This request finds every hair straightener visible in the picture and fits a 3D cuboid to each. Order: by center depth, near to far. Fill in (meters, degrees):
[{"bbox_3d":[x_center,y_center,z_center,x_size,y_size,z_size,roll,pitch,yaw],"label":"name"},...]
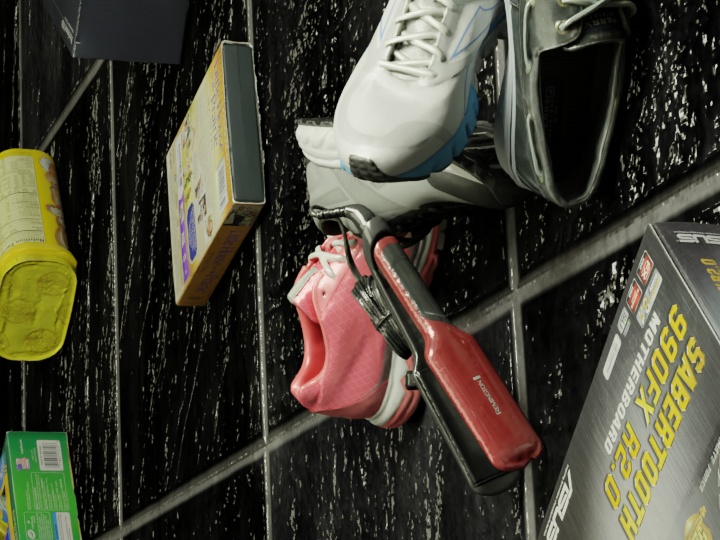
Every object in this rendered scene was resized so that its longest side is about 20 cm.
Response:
[{"bbox_3d":[0.027,0.045,1.266,0.200,0.041,0.077,53,148,17],"label":"hair straightener"}]

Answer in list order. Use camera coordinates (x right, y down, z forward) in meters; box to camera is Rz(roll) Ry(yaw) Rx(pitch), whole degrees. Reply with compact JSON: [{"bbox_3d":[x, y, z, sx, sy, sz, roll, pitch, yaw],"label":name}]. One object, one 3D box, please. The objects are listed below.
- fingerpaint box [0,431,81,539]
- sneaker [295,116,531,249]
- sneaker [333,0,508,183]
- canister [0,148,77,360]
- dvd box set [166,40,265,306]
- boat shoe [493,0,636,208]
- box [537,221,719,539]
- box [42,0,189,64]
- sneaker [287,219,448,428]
[{"bbox_3d":[-0.356,0.303,2.414,0.167,0.073,0.201,111,153,-44],"label":"fingerpaint box"},{"bbox_3d":[0.034,-0.048,1.290,0.200,0.074,0.080,10,103,57],"label":"sneaker"},{"bbox_3d":[0.038,-0.134,1.160,0.087,0.075,0.201,77,-146,-51],"label":"sneaker"},{"bbox_3d":[-0.374,-0.022,2.484,0.201,0.086,0.149,-107,27,-46],"label":"canister"},{"bbox_3d":[-0.121,-0.076,1.833,0.200,0.029,0.147,125,143,-59],"label":"dvd box set"},{"bbox_3d":[0.111,-0.128,1.127,0.071,0.072,0.201,-137,40,-55],"label":"boat shoe"},{"bbox_3d":[0.148,0.104,1.005,0.159,0.048,0.201,-111,29,-50],"label":"box"},{"bbox_3d":[-0.221,-0.307,2.037,0.200,0.104,0.183,-124,41,-60],"label":"box"},{"bbox_3d":[0.000,0.000,1.388,0.074,0.086,0.201,-154,68,-69],"label":"sneaker"}]
